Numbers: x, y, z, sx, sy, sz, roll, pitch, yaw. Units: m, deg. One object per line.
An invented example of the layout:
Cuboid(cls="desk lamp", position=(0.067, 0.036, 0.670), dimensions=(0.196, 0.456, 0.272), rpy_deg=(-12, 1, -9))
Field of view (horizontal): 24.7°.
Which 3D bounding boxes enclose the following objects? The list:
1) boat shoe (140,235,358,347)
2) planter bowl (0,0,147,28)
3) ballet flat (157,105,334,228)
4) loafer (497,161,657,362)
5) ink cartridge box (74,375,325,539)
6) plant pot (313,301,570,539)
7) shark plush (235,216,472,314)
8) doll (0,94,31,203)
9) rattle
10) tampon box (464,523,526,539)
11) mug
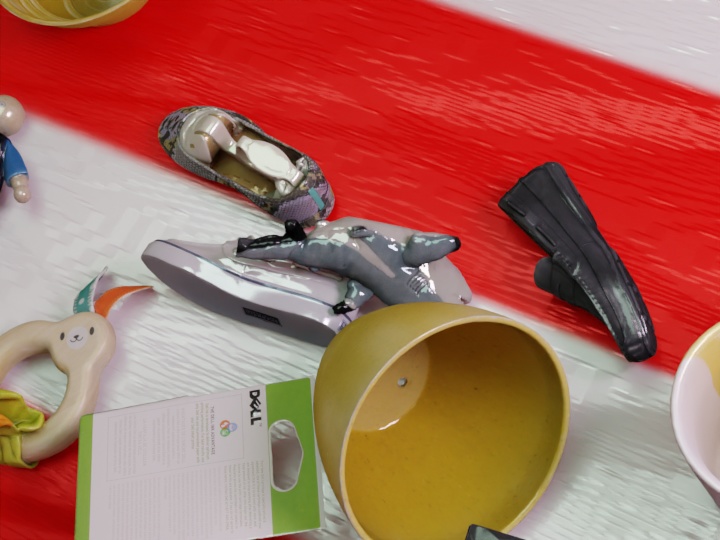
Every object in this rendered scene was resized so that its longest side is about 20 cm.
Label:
Cuboid(cls="boat shoe", position=(-0.091, 0.005, 1.413), dimensions=(0.198, 0.074, 0.066), rpy_deg=(21, 66, 13))
Cuboid(cls="planter bowl", position=(-0.255, -0.300, 1.593), dimensions=(0.198, 0.084, 0.202), rpy_deg=(-7, 62, 13))
Cuboid(cls="ballet flat", position=(-0.108, -0.108, 1.467), dimensions=(0.199, 0.072, 0.072), rpy_deg=(30, 75, 26))
Cuboid(cls="loafer", position=(0.176, 0.000, 1.339), dimensions=(0.070, 0.068, 0.201), rpy_deg=(-32, 55, 7))
Cuboid(cls="ink cartridge box", position=(-0.122, 0.178, 1.314), dimensions=(0.198, 0.076, 0.149), rpy_deg=(-10, 51, 5))
Cuboid(cls="plant pot", position=(0.042, 0.105, 1.271), dimensions=(0.200, 0.200, 0.142), rpy_deg=(-43, 33, -8))
Cuboid(cls="shark plush", position=(0.000, 0.000, 1.348), dimensions=(0.198, 0.091, 0.084), rpy_deg=(11, 90, -19))
Cuboid(cls="doll", position=(-0.365, -0.077, 1.535), dimensions=(0.135, 0.049, 0.201), rpy_deg=(7, 60, 29))
Cuboid(cls="rattle", position=(-0.277, 0.058, 1.398), dimensions=(0.200, 0.143, 0.130), rpy_deg=(-48, 44, -3))
Cuboid(cls="tampon box", position=(0.158, 0.285, 1.154), dimensions=(0.198, 0.150, 0.127), rpy_deg=(15, 68, 22))
Cuboid(cls="mug", position=(0.316, 0.111, 1.193), dimensions=(0.149, 0.153, 0.187), rpy_deg=(36, 78, 28))
